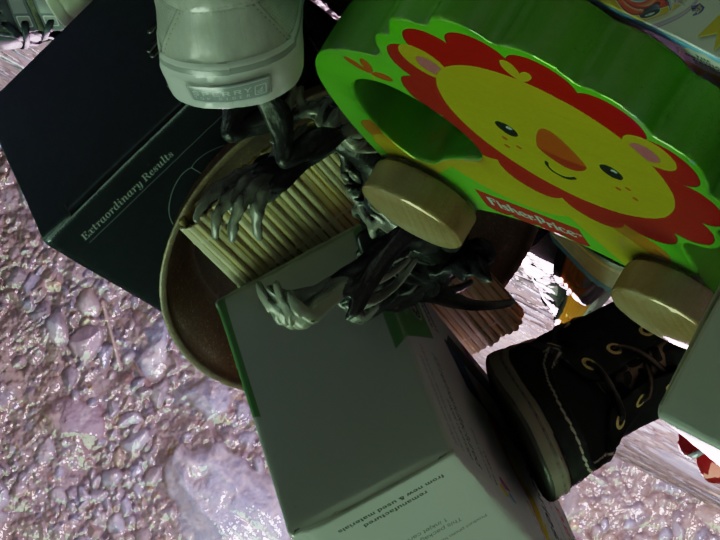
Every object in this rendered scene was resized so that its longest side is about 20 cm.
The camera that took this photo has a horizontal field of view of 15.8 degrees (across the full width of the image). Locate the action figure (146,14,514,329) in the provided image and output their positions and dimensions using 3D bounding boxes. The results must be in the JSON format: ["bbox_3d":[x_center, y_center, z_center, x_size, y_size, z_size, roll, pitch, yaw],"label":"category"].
[{"bbox_3d":[-0.019,-0.033,1.110,0.200,0.102,0.119,51,174,-31],"label":"action figure"}]

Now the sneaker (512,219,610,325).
[{"bbox_3d":[0.112,-0.021,1.370,0.077,0.078,0.200,41,174,10],"label":"sneaker"}]

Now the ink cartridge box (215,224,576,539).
[{"bbox_3d":[0.028,0.096,1.224,0.200,0.087,0.145,52,-167,-48],"label":"ink cartridge box"}]

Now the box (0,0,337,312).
[{"bbox_3d":[-0.059,-0.056,1.292,0.200,0.148,0.107,34,-161,-46],"label":"box"}]

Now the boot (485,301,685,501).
[{"bbox_3d":[0.143,0.045,1.249,0.200,0.150,0.073,-28,-84,-82],"label":"boot"}]

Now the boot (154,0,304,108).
[{"bbox_3d":[-0.054,-0.146,0.999,0.073,0.096,0.200,-8,-151,-3],"label":"boot"}]

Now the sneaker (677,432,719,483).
[{"bbox_3d":[0.234,0.071,1.333,0.071,0.113,0.200,30,175,-19],"label":"sneaker"}]

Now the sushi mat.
[{"bbox_3d":[0.000,0.000,1.237,0.200,0.096,0.012,47,-170,-48],"label":"sushi mat"}]

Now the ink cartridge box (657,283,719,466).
[{"bbox_3d":[0.228,0.046,0.938,0.145,0.145,0.200,25,173,35],"label":"ink cartridge box"}]

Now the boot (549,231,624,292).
[{"bbox_3d":[0.071,-0.081,1.114,0.200,0.075,0.097,38,152,21],"label":"boot"}]

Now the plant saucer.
[{"bbox_3d":[-0.007,-0.024,1.246,0.200,0.200,0.037,34,-160,-45],"label":"plant saucer"}]

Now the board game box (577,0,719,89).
[{"bbox_3d":[0.063,-0.108,0.924,0.200,0.034,0.134,28,175,12],"label":"board game box"}]

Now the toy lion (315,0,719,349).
[{"bbox_3d":[0.063,-0.055,0.947,0.200,0.069,0.192,23,165,35],"label":"toy lion"}]

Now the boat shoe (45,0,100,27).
[{"bbox_3d":[-0.113,-0.145,1.302,0.202,0.072,0.060,49,-166,-50],"label":"boat shoe"}]

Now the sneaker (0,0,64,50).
[{"bbox_3d":[-0.170,-0.153,1.472,0.200,0.081,0.074,28,175,8],"label":"sneaker"}]
